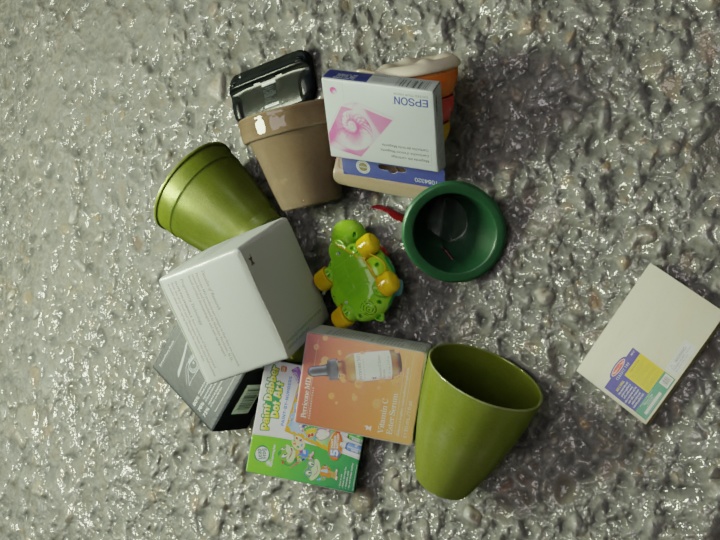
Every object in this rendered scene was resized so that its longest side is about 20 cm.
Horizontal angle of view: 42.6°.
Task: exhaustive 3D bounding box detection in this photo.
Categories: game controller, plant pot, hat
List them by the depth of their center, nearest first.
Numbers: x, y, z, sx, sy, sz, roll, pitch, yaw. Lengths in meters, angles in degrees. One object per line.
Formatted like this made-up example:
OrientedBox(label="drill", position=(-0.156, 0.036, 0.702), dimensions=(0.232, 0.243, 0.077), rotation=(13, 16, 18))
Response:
OrientedBox(label="plant pot", position=(0.162, 0.248, 1.442), dimensions=(0.186, 0.186, 0.202), rotation=(32, 114, 31))
OrientedBox(label="hat", position=(0.141, -0.092, 1.578), dimensions=(0.199, 0.176, 0.166), rotation=(34, 104, -10))
OrientedBox(label="plant pot", position=(-0.105, -0.204, 1.666), dimensions=(0.198, 0.200, 0.177), rotation=(-10, 97, 30))
OrientedBox(label="plant pot", position=(-0.249, -0.102, 1.735), dimensions=(0.192, 0.200, 0.201), rotation=(40, 104, 17))
OrientedBox(label="game controller", position=(-0.173, -0.355, 1.803), dimensions=(0.198, 0.042, 0.106), rotation=(-14, 90, 30))

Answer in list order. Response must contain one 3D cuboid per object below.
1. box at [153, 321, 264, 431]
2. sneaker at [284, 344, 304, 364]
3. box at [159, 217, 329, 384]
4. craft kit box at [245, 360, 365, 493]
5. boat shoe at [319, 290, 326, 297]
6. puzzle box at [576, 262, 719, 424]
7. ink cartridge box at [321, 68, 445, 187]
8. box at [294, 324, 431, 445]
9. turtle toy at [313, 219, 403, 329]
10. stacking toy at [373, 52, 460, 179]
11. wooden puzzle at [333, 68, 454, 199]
OrientedBox(label="box", position=(-0.270, 0.180, 1.732), dimensions=(0.200, 0.104, 0.149), rotation=(41, 108, 30))
OrientedBox(label="sneaker", position=(-0.109, 0.206, 1.669), dimensions=(0.075, 0.075, 0.203), rotation=(8, 95, 20))
OrientedBox(label="box", position=(-0.189, 0.047, 1.559), dimensions=(0.170, 0.199, 0.202), rotation=(-20, 100, 24))
OrientedBox(label="craft kit box", position=(-0.086, 0.267, 1.608), dimensions=(0.195, 0.049, 0.203), rotation=(9, 88, 8))
OrientedBox(label="boat shoe", position=(-0.124, 0.061, 1.680), dimensions=(0.062, 0.073, 0.200), rotation=(40, 113, -9))
OrientedBox(label="puzzle box", position=(0.428, 0.108, 1.369), dimensions=(0.133, 0.025, 0.201), rotation=(39, 104, 29))
OrientedBox(label="ink cartridge box", position=(0.040, -0.219, 1.497), dimensions=(0.194, 0.043, 0.202), rotation=(11, 130, 23))
OrientedBox(label="box", position=(0.006, 0.185, 1.517), dimensions=(0.197, 0.106, 0.154), rotation=(9, 95, 9))
OrientedBox(label="turtle toy", position=(0.000, 0.000, 1.601), dimensions=(0.145, 0.101, 0.202), rotation=(-36, 69, 28))
OrientedBox(label="stacking toy", position=(0.106, -0.249, 1.527), dimensions=(0.145, 0.146, 0.203), rotation=(-1, 108, 31))
OrientedBox(label="wooden puzzle", position=(0.059, -0.235, 1.610), dimensions=(0.183, 0.046, 0.203), rotation=(12, 94, 11))
